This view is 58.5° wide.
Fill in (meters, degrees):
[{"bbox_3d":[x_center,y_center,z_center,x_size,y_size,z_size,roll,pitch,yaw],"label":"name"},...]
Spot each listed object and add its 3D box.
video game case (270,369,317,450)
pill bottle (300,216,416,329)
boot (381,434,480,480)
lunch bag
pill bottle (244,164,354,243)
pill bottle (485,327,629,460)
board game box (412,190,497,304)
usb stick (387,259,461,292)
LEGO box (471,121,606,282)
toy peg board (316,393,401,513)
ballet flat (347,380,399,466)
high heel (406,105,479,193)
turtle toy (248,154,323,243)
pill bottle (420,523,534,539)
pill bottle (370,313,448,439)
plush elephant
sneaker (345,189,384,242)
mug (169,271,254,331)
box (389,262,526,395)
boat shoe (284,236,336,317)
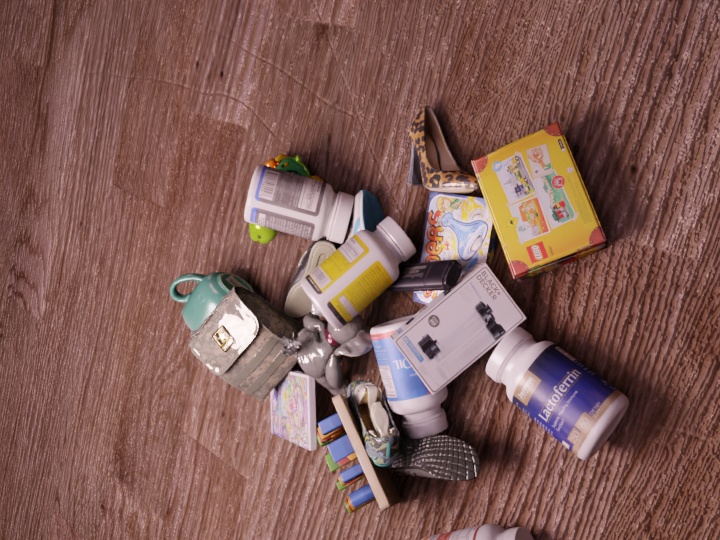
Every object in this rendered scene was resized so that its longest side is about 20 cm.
[{"bbox_3d":[-0.142,0.281,1.334,0.199,0.018,0.147,-5,86,60],"label":"video game case"},{"bbox_3d":[0.000,0.000,1.139,0.199,0.111,0.112,-40,65,-2],"label":"pill bottle"},{"bbox_3d":[0.129,0.332,1.121,0.196,0.131,0.069,-2,64,29],"label":"boot"},{"bbox_3d":[-0.232,0.145,1.319,0.164,0.199,0.118,-46,26,18],"label":"lunch bag"},{"bbox_3d":[-0.117,-0.124,1.244,0.196,0.114,0.116,16,101,-6],"label":"pill bottle"},{"bbox_3d":[0.299,0.184,0.996,0.199,0.115,0.117,38,111,30],"label":"pill bottle"},{"bbox_3d":[0.171,-0.031,1.142,0.133,0.034,0.205,12,97,36],"label":"board game box"},{"bbox_3d":[0.105,0.011,1.120,0.199,0.032,0.056,-6,54,62],"label":"usb stick"},{"bbox_3d":[0.280,-0.105,1.015,0.146,0.077,0.204,-22,77,18],"label":"LEGO box"},{"bbox_3d":[-0.019,0.348,1.165,0.096,0.199,0.203,-27,71,0],"label":"toy peg board"},{"bbox_3d":[0.025,0.242,1.118,0.075,0.073,0.201,-58,32,21],"label":"ballet flat"},{"bbox_3d":[0.145,-0.211,1.116,0.199,0.070,0.146,24,110,57],"label":"high heel"},{"bbox_3d":[-0.170,-0.149,1.354,0.145,0.100,0.203,35,109,31],"label":"turtle toy"},{"bbox_3d":[0.193,0.490,1.074,0.198,0.111,0.114,-27,74,33],"label":"pill bottle"},{"bbox_3d":[0.093,0.187,1.145,0.111,0.111,0.204,-16,89,35],"label":"pill bottle"},{"bbox_3d":[-0.045,0.129,1.234,0.153,0.200,0.167,-29,64,13],"label":"plush elephant"},{"bbox_3d":[0.001,-0.053,1.245,0.080,0.076,0.205,-4,85,38],"label":"sneaker"},{"bbox_3d":[-0.309,0.073,1.405,0.115,0.183,0.153,-53,44,18],"label":"mug"},{"bbox_3d":[0.158,0.093,1.061,0.199,0.060,0.117,-38,91,-1],"label":"box"},{"bbox_3d":[-0.103,0.012,1.338,0.202,0.071,0.068,-62,21,26],"label":"boat shoe"}]
